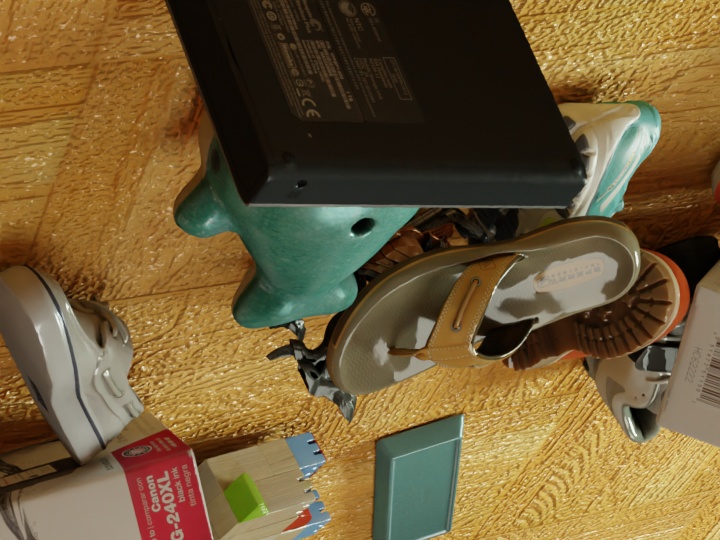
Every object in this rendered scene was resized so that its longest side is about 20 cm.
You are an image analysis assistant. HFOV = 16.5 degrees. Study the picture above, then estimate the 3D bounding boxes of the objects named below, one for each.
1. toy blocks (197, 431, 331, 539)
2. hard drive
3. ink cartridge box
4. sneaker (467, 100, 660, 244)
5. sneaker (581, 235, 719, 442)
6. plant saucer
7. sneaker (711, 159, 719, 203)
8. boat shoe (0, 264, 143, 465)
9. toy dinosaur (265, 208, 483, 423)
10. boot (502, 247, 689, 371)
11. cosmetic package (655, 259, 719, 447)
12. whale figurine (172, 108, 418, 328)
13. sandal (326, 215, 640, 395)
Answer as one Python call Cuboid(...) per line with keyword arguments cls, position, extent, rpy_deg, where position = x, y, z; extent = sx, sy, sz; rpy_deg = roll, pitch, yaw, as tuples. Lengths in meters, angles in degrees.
Cuboid(cls="toy blocks", position=(-0.086, 0.178, 1.762), extent=(0.136, 0.100, 0.200), rpy_deg=(-12, 156, -44))
Cuboid(cls="hard drive", position=(0.010, -0.095, 1.239), extent=(0.199, 0.140, 0.033), rpy_deg=(-1, 147, -36))
Cuboid(cls="ink cartridge box", position=(-0.205, 0.164, 1.562), extent=(0.199, 0.084, 0.145), rpy_deg=(-15, -169, -14))
Cuboid(cls="sneaker", position=(0.127, -0.034, 1.527), extent=(0.079, 0.078, 0.200), rpy_deg=(-17, 155, -31))
Cuboid(cls="sneaker", position=(0.218, 0.051, 1.740), extent=(0.074, 0.089, 0.200), rpy_deg=(-12, 151, -17))
Cuboid(cls="plant saucer", position=(0.045, 0.168, 1.907), extent=(0.070, 0.019, 0.200), rpy_deg=(-17, 154, -9))
Cuboid(cls="sneaker", position=(0.288, -0.075, 1.554), extent=(0.077, 0.082, 0.200), rpy_deg=(-12, 153, -18))
Cuboid(cls="boat shoe", position=(-0.166, 0.048, 1.462), extent=(0.066, 0.072, 0.200), rpy_deg=(-34, 149, -14))
Cuboid(cls="toy dinosaur", position=(0.000, 0.000, 1.501), extent=(0.200, 0.102, 0.136), rpy_deg=(37, 106, -29))
Cuboid(cls="boot", position=(0.174, 0.017, 1.615), extent=(0.107, 0.075, 0.200), rpy_deg=(-9, 177, -25))
Cuboid(cls="cosmetic package", position=(0.261, 0.041, 1.630), extent=(0.200, 0.071, 0.102), rpy_deg=(-32, 139, -66))
Cuboid(cls="whale figurine", position=(-0.021, -0.032, 1.348), extent=(0.158, 0.104, 0.200), rpy_deg=(-11, 138, -21))
Cuboid(cls="sandal", position=(0.075, 0.025, 1.453), extent=(0.199, 0.054, 0.081), rpy_deg=(-18, 129, -5))
